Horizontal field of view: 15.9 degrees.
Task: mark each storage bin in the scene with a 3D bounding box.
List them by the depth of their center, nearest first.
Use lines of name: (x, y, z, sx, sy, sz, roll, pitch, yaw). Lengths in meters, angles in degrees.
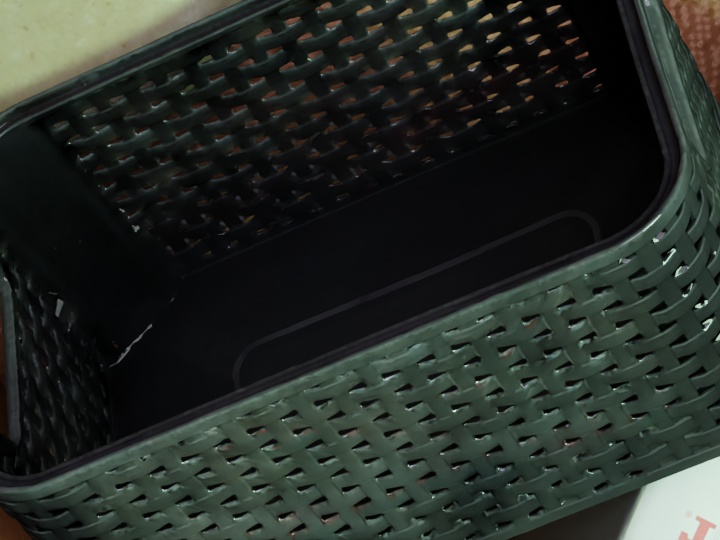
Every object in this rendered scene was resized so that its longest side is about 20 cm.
storage bin: (0.000, 0.000, 0.687, 0.199, 0.094, 0.136, -22, 47, 13)

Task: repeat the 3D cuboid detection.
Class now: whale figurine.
whale figurine: (-0.125, -0.101, 0.769, 0.199, 0.104, 0.160, -8, 103, 12)

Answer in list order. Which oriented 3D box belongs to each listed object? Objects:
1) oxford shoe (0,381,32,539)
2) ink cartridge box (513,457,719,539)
oxford shoe: (-0.077, 0.100, 0.748, 0.071, 0.071, 0.200, -25, 96, 26)
ink cartridge box: (0.156, 0.034, 0.767, 0.145, 0.145, 0.200, 28, 79, -5)
